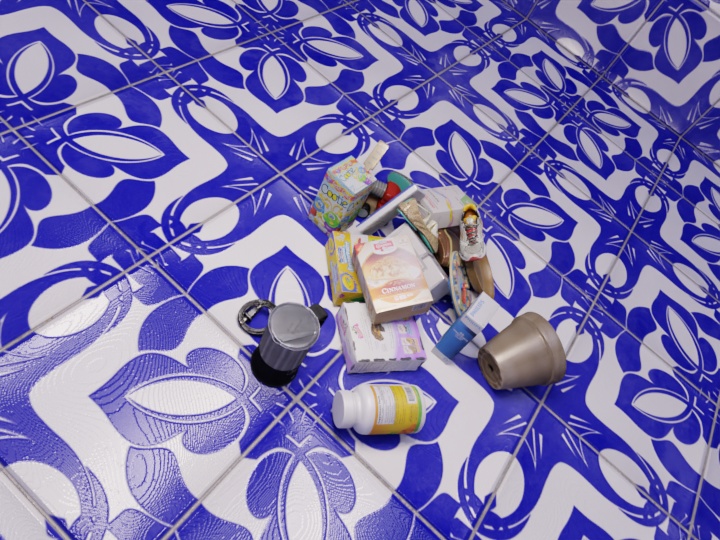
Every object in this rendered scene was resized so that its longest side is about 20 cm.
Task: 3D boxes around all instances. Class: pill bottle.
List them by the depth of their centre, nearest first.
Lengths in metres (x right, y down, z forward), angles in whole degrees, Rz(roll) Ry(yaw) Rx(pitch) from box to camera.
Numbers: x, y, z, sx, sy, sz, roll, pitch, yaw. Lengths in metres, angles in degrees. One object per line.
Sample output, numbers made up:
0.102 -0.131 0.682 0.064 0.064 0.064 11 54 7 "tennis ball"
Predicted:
0.041 0.320 1.307 0.198 0.111 0.112 5 54 -22 "pill bottle"

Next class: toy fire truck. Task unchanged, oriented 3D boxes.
0.050 -0.261 1.680 0.175 0.200 0.129 23 50 -8 "toy fire truck"

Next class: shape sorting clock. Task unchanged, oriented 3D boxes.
0.284 0.045 1.597 0.039 0.201 0.201 -6 47 20 "shape sorting clock"

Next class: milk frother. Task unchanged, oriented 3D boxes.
-0.194 0.127 1.287 0.199 0.189 0.181 32 48 0 "milk frother"

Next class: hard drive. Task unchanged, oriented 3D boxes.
0.087 -0.171 1.606 0.025 0.199 0.132 57 14 9 "hard drive"

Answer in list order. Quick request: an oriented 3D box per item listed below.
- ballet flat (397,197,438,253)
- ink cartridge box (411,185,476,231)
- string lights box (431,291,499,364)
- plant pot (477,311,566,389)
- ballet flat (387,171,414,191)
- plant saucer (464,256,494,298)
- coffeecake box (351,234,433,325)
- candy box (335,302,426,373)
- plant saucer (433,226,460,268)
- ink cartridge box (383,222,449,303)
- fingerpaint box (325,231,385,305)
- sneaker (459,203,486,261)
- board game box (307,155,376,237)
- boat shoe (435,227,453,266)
0.178 -0.126 1.572 0.200 0.065 0.071 46 6 -39 "ballet flat"
0.228 -0.187 1.684 0.198 0.068 0.117 -11 46 -27 "ink cartridge box"
0.271 0.152 1.480 0.059 0.200 0.103 41 50 8 "string lights box"
0.417 0.231 1.516 0.172 0.201 0.201 -17 63 -16 "plant pot"
0.169 -0.245 1.822 0.200 0.074 0.074 45 50 14 "ballet flat"
0.349 -0.004 1.687 0.200 0.035 0.202 43 38 -48 "plant saucer"
0.078 0.020 1.448 0.152 0.073 0.201 -12 62 -13 "coffeecake box"
0.050 0.169 1.449 0.198 0.072 0.169 2 55 -25 "candy box"
0.257 -0.081 1.756 0.198 0.035 0.202 13 51 -16 "plant saucer"
0.167 -0.019 1.591 0.201 0.083 0.146 58 11 21 "ink cartridge box"
0.000 0.000 1.548 0.165 0.074 0.201 5 53 -23 "fingerpaint box"
0.308 -0.106 1.595 0.077 0.083 0.201 -10 46 13 "sneaker"
-0.054 -0.202 1.587 0.103 0.200 0.105 43 50 10 "board game box"
0.227 -0.090 1.686 0.067 0.072 0.201 6 47 -13 "boat shoe"
